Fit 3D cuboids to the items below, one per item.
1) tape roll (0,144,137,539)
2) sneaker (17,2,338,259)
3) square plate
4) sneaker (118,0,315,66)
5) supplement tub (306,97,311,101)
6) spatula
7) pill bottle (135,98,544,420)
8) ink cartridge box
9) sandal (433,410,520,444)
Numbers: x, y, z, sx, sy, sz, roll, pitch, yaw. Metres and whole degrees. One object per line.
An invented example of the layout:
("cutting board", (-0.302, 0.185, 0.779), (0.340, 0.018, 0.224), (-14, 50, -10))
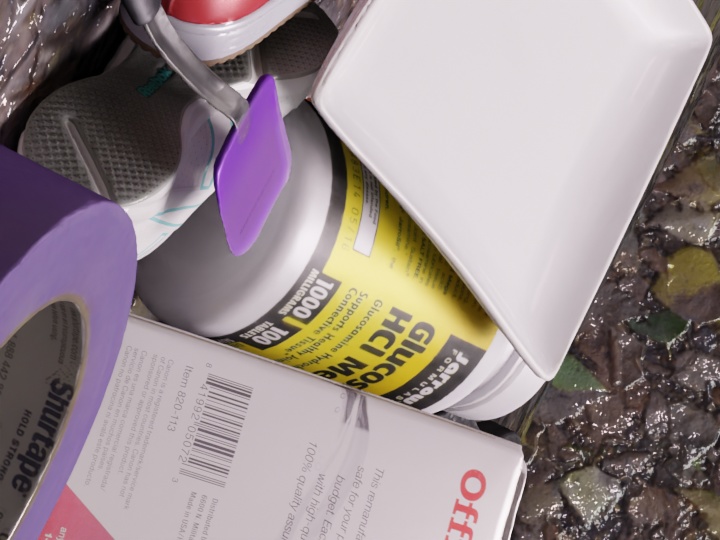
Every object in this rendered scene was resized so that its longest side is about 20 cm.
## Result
("tape roll", (-0.156, 0.051, 0.833), (0.201, 0.085, 0.200), (-59, 169, -20))
("sneaker", (-0.080, -0.056, 1.032), (0.200, 0.070, 0.080), (-43, 165, -46))
("square plate", (0.066, -0.088, 1.122), (0.200, 0.028, 0.199), (49, 58, -39))
("sneaker", (-0.019, -0.169, 1.024), (0.200, 0.071, 0.113), (-49, 166, -48))
("supplement tub", (-0.025, 0.023, 1.311), (0.201, 0.122, 0.123), (-67, 169, 18))
("spatula", (-0.065, -0.082, 0.936), (0.057, 0.020, 0.200), (-64, 143, -31))
("pill bottle", (0.000, 0.000, 1.161), (0.199, 0.112, 0.113), (25, 92, -44))
("ink cartridge box", (-0.048, 0.115, 1.109), (0.083, 0.199, 0.148), (170, -62, -72))
("sandal", (0.033, 0.102, 1.307), (0.076, 0.048, 0.200), (-69, 163, -2))
